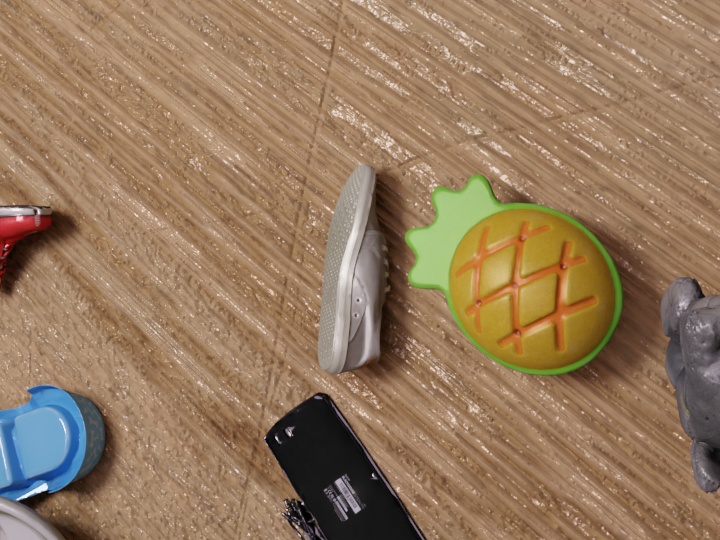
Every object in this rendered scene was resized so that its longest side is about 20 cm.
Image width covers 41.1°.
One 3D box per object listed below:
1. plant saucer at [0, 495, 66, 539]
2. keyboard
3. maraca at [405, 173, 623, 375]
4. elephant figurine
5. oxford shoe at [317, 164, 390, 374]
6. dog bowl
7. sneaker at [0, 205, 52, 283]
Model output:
[{"bbox_3d":[-0.373,0.300,1.007,0.199,0.050,0.201,6,119,11],"label":"plant saucer"},{"bbox_3d":[-0.022,0.223,0.910,0.104,0.040,0.200,-33,71,-8],"label":"keyboard"},{"bbox_3d":[0.128,0.003,0.820,0.200,0.107,0.137,37,97,22],"label":"maraca"},{"bbox_3d":[0.339,0.058,0.724,0.199,0.142,0.156,-5,112,7],"label":"elephant figurine"},{"bbox_3d":[0.000,0.000,0.906,0.057,0.075,0.201,9,78,-18],"label":"oxford shoe"},{"bbox_3d":[-0.362,0.194,1.040,0.199,0.050,0.112,-21,77,19],"label":"dog bowl"},{"bbox_3d":[-0.412,-0.019,1.076,0.199,0.077,0.085,-20,82,30],"label":"sneaker"}]
